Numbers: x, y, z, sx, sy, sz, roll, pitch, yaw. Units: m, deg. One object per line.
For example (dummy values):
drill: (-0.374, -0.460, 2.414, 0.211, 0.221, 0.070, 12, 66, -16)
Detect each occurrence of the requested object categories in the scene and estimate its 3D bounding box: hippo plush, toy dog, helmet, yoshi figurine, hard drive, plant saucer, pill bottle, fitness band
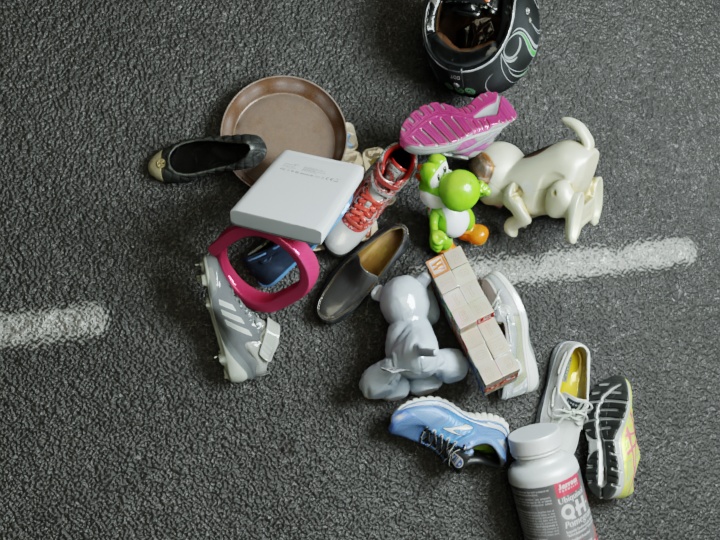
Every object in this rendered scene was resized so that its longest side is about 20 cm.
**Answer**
hippo plush: (0.058, 0.097, 1.252, 0.158, 0.200, 0.162, -23, 66, 18)
toy dog: (0.266, -0.144, 1.305, 0.139, 0.199, 0.195, -41, 134, -45)
helmet: (0.193, -0.375, 1.309, 0.198, 0.190, 0.202, 1, 93, 23)
yoshi figurine: (0.146, -0.089, 1.256, 0.111, 0.201, 0.113, -9, 52, 15)
hard drive: (-0.085, -0.109, 1.176, 0.131, 0.200, 0.027, 14, 125, 11)
plant saucer: (-0.120, -0.208, 1.301, 0.198, 0.035, 0.202, 2, 77, -7)
pill bottle: (0.289, 0.342, 1.265, 0.110, 0.111, 0.202, -16, 94, -12)
fitness band: (-0.144, -0.007, 1.201, 0.144, 0.199, 0.037, 48, 51, -13)

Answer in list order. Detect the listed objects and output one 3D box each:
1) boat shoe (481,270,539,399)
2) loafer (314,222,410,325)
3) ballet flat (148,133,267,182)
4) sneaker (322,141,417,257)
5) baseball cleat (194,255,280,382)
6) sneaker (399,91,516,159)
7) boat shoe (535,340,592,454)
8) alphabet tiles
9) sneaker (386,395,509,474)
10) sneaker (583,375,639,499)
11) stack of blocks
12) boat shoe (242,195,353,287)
boat shoe: (0.227, 0.102, 1.316, 0.064, 0.074, 0.204, -15, 93, -16)
loafer: (0.000, 0.000, 1.281, 0.073, 0.072, 0.200, 39, 83, 3)
ballet flat: (-0.236, -0.175, 1.245, 0.198, 0.057, 0.067, -9, 84, 17)
sneaker: (0.014, -0.114, 1.270, 0.067, 0.108, 0.202, 39, 78, -3)
baseball cleat: (-0.179, 0.066, 1.234, 0.105, 0.070, 0.202, -13, 110, -9)
sneaker: (0.144, -0.205, 1.267, 0.198, 0.088, 0.082, -15, 61, -25)
boat shoe: (0.334, 0.213, 1.312, 0.074, 0.086, 0.204, 14, 83, -7)
alphabet tiles: (-0.046, -0.136, 1.325, 0.198, 0.015, 0.198, -11, 85, -12)
sneaker: (0.137, 0.255, 1.261, 0.198, 0.079, 0.090, 13, 40, -8)
sneaker: (0.412, 0.272, 1.336, 0.090, 0.078, 0.202, 25, 68, -38)
stack of blocks: (0.169, 0.078, 1.250, 0.058, 0.115, 0.201, -25, 70, -1)
boat shoe: (-0.097, -0.060, 1.247, 0.069, 0.084, 0.200, 43, 93, -17)
